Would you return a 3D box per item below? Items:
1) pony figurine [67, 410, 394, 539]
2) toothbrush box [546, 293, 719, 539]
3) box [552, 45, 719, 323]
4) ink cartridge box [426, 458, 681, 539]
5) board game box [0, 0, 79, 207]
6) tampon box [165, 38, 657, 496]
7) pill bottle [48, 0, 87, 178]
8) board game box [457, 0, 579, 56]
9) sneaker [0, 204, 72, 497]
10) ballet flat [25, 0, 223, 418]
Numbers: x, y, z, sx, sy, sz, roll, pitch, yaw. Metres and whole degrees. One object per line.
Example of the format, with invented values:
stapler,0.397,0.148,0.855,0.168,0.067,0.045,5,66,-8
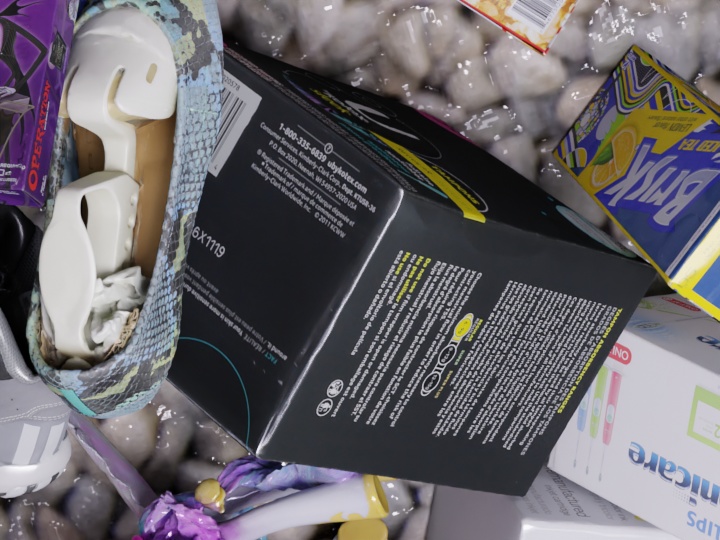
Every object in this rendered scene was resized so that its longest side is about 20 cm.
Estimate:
pony figurine,-0.079,0.128,1.283,0.200,0.167,0.193,-16,141,10
toothbrush box,0.210,0.068,1.288,0.200,0.146,0.086,-7,112,-37
box,0.152,-0.035,1.248,0.064,0.200,0.070,34,99,-20
ink cartridge box,0.142,0.165,1.343,0.200,0.147,0.146,5,106,-14
board game box,-0.213,-0.093,1.115,0.200,0.032,0.120,5,73,15
tampon box,0.000,0.000,1.211,0.200,0.150,0.126,14,109,-53
pill bottle,-0.159,-0.147,1.192,0.112,0.112,0.200,-24,112,-3
board game box,0.040,-0.212,1.247,0.200,0.046,0.152,30,100,-20
sneaker,-0.183,-0.007,1.197,0.200,0.075,0.116,43,136,16
ballet flat,-0.098,-0.042,1.121,0.074,0.074,0.200,4,83,-13
